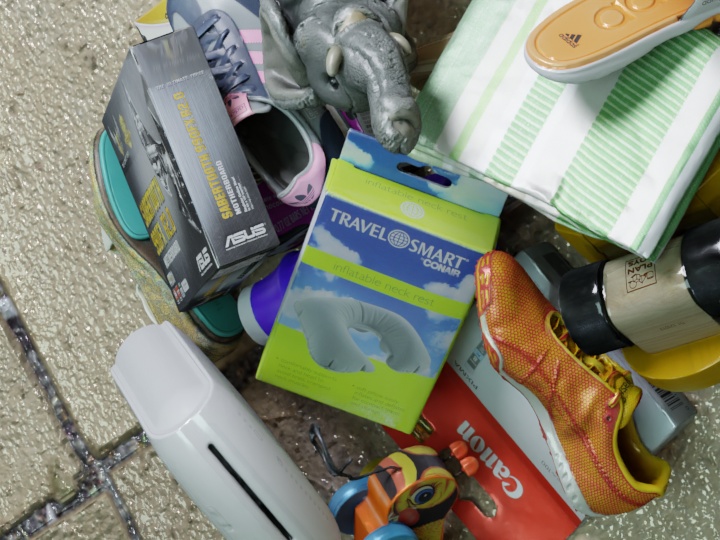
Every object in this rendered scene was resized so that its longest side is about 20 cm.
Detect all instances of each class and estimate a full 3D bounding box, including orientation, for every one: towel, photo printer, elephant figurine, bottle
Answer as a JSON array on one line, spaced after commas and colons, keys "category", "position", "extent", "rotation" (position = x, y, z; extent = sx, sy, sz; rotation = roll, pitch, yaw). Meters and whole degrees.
[{"category": "towel", "position": [0.134, -0.105, 1.206], "extent": [0.199, 0.023, 0.153], "rotation": [28, 85, 32]}, {"category": "photo printer", "position": [-0.095, 0.131, 1.369], "extent": [0.069, 0.200, 0.167], "rotation": [-40, 112, -4]}, {"category": "elephant figurine", "position": [-0.015, -0.161, 1.256], "extent": [0.140, 0.155, 0.202], "rotation": [-14, 88, 29]}, {"category": "bottle", "position": [0.000, 0.000, 1.382], "extent": [0.199, 0.065, 0.084], "rotation": [-23, 102, 31]}]

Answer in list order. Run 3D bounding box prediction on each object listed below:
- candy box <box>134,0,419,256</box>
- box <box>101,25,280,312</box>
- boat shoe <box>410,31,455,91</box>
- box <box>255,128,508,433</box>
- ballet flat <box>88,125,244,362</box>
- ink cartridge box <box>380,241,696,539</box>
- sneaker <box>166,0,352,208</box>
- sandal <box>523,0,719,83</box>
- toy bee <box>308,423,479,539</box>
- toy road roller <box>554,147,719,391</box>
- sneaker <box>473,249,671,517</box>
[{"category": "candy box", "position": [-0.061, -0.129, 1.399], "extent": [0.136, 0.061, 0.201], "rotation": [-31, 83, 31]}, {"category": "box", "position": [-0.123, -0.065, 1.349], "extent": [0.160, 0.048, 0.200], "rotation": [67, 164, 3]}, {"category": "boat shoe", "position": [0.123, -0.159, 1.286], "extent": [0.198, 0.074, 0.070], "rotation": [-7, 72, 29]}, {"category": "box", "position": [0.014, 0.012, 1.307], "extent": [0.121, 0.048, 0.201], "rotation": [19, 129, -3]}, {"category": "ballet flat", "position": [-0.160, -0.014, 1.480], "extent": [0.071, 0.071, 0.201], "rotation": [-38, 80, 30]}, {"category": "ink cartridge box", "position": [0.112, 0.106, 1.349], "extent": [0.160, 0.047, 0.200], "rotation": [49, 117, 14]}, {"category": "sneaker", "position": [-0.077, -0.127, 1.324], "extent": [0.200, 0.082, 0.070], "rotation": [50, 117, 13]}, {"category": "sandal", "position": [0.188, -0.183, 1.171], "extent": [0.079, 0.206, 0.060], "rotation": [44, 159, 37]}, {"category": "toy bee", "position": [0.037, 0.173, 1.367], "extent": [0.108, 0.200, 0.132], "rotation": [-22, 65, -11]}, {"category": "toy road roller", "position": [0.210, -0.017, 1.245], "extent": [0.122, 0.146, 0.202], "rotation": [-20, 52, 31]}, {"category": "sneaker", "position": [0.139, 0.066, 1.251], "extent": [0.077, 0.073, 0.201], "rotation": [-23, 110, 30]}]
